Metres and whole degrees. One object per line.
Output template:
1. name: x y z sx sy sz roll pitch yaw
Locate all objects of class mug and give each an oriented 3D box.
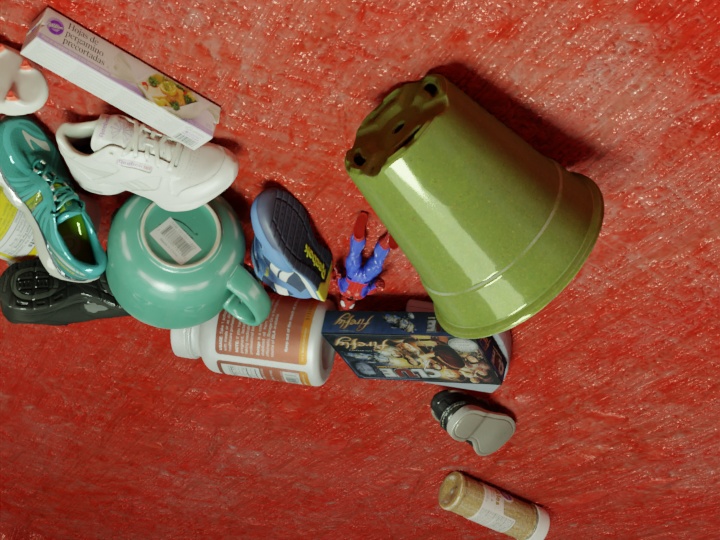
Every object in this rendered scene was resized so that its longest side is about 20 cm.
1. mug: -0.187 -0.022 1.398 0.184 0.153 0.114 2 159 -12

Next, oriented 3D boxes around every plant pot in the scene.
1. plant pot: 0.090 -0.075 1.165 0.199 0.201 0.190 -16 129 45

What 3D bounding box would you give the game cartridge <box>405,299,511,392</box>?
1. game cartridge: 0.127 0.099 1.625 0.132 0.042 0.200 5 153 7

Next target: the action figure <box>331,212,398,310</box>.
1. action figure: 0.000 0.000 1.477 0.065 0.052 0.200 11 156 -5

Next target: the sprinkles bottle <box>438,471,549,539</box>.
1. sprinkles bottle: 0.227 0.404 2.141 0.199 0.069 0.068 26 151 -26

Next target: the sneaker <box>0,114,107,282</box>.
1. sneaker: -0.328 -0.080 1.361 0.079 0.077 0.201 1 121 54

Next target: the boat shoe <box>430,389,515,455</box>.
1. boat shoe: 0.160 0.215 1.810 0.060 0.074 0.200 45 -169 32

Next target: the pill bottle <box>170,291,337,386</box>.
1. pill bottle: -0.135 0.081 1.620 0.199 0.113 0.112 7 153 12

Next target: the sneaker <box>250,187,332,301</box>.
1. sneaker: -0.094 -0.024 1.441 0.082 0.074 0.200 5 152 19

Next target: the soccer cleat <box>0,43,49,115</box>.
1. soccer cleat: -0.394 -0.192 1.259 0.199 0.070 0.078 15 160 12

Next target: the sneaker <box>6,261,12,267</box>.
1. sneaker: -0.417 -0.027 1.530 0.075 0.115 0.200 -8 147 35

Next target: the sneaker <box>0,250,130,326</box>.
1. sneaker: -0.318 0.026 1.456 0.199 0.076 0.091 1 155 -21

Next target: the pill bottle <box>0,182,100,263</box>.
1. pill bottle: -0.402 -0.072 1.427 0.199 0.115 0.114 24 152 -39

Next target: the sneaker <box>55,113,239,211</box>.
1. sneaker: -0.226 -0.115 1.315 0.199 0.075 0.100 5 154 15

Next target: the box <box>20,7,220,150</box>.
1. box: -0.229 -0.183 1.225 0.199 0.039 0.041 28 148 -28

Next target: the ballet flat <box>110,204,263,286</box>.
1. ballet flat: -0.205 -0.017 1.506 0.199 0.068 0.075 29 -173 -6

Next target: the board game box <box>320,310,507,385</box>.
1. board game box: 0.068 0.096 1.568 0.199 0.035 0.136 0 151 24
